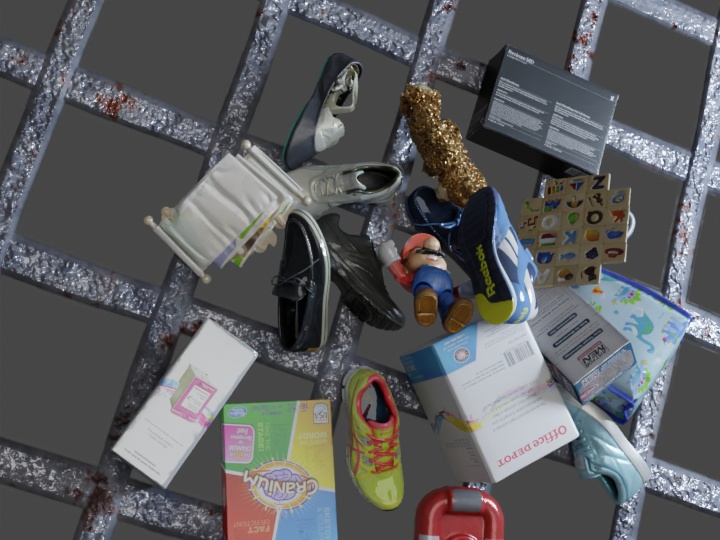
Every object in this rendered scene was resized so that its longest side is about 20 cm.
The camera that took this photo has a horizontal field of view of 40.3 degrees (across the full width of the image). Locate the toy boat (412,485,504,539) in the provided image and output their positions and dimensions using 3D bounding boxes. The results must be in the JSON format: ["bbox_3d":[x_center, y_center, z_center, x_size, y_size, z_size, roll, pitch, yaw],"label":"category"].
[{"bbox_3d":[0.143,0.396,1.326,0.129,0.131,0.202,6,78,-15],"label":"toy boat"}]

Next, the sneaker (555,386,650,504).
[{"bbox_3d":[0.339,0.260,1.439,0.200,0.074,0.082,46,68,-3],"label":"sneaker"}]

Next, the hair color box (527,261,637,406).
[{"bbox_3d":[0.281,0.085,1.376,0.100,0.200,0.061,-36,135,-4],"label":"hair color box"}]

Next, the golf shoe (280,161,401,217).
[{"bbox_3d":[-0.036,-0.124,1.388,0.198,0.097,0.079,-12,85,-16],"label":"golf shoe"}]

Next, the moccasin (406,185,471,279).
[{"bbox_3d":[0.155,-0.053,1.445,0.200,0.068,0.081,42,72,-4],"label":"moccasin"}]

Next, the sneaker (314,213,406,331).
[{"bbox_3d":[0.000,0.000,1.391,0.200,0.076,0.091,47,65,-6],"label":"sneaker"}]

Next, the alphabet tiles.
[{"bbox_3d":[0.307,-0.059,1.430,0.006,0.165,0.201,55,40,-44],"label":"alphabet tiles"}]

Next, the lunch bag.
[{"bbox_3d":[0.354,0.097,1.448,0.199,0.128,0.170,34,71,19],"label":"lunch bag"}]

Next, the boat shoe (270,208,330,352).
[{"bbox_3d":[-0.084,0.018,1.331,0.062,0.074,0.202,-14,110,-41],"label":"boat shoe"}]

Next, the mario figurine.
[{"bbox_3d":[0.098,0.000,1.358,0.106,0.200,0.124,-36,115,8],"label":"mario figurine"}]

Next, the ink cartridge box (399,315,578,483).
[{"bbox_3d":[0.176,0.174,1.368,0.146,0.146,0.202,-23,86,-19],"label":"ink cartridge box"}]

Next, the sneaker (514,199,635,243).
[{"bbox_3d":[0.316,-0.054,1.471,0.198,0.108,0.071,-13,83,-18],"label":"sneaker"}]

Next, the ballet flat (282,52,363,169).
[{"bbox_3d":[-0.047,-0.228,1.407,0.073,0.073,0.201,27,66,-10],"label":"ballet flat"}]

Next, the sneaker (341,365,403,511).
[{"bbox_3d":[0.021,0.230,1.343,0.077,0.090,0.202,-12,85,-19],"label":"sneaker"}]

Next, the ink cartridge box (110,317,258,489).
[{"bbox_3d":[-0.226,0.169,1.252,0.084,0.144,0.201,37,72,-5],"label":"ink cartridge box"}]

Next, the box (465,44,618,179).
[{"bbox_3d":[0.280,-0.236,1.511,0.198,0.079,0.142,22,78,-11],"label":"box"}]

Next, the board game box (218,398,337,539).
[{"bbox_3d":[-0.111,0.278,1.321,0.151,0.040,0.202,-1,80,-16],"label":"board game box"}]

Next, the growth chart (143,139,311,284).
[{"bbox_3d":[-0.179,-0.077,1.350,0.200,0.018,0.145,-40,95,0],"label":"growth chart"}]

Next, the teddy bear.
[{"bbox_3d":[0.108,-0.175,1.407,0.066,0.145,0.202,-28,103,-17],"label":"teddy bear"}]

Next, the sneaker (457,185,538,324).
[{"bbox_3d":[0.188,-0.017,1.320,0.082,0.074,0.202,11,61,-37],"label":"sneaker"}]
